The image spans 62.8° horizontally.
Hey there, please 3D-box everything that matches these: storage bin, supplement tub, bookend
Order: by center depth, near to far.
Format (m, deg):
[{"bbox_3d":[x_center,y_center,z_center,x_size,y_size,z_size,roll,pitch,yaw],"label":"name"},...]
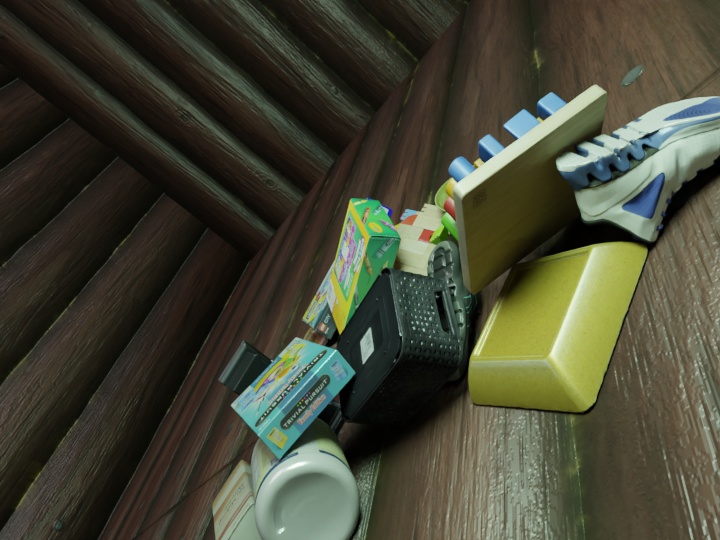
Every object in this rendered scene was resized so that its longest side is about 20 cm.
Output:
[{"bbox_3d":[0.044,0.111,0.810,0.202,0.091,0.139,121,150,-44],"label":"storage bin"},{"bbox_3d":[-0.085,0.298,0.849,0.147,0.144,0.200,-53,15,-1],"label":"supplement tub"},{"bbox_3d":[-0.146,0.226,1.085,0.094,0.198,0.198,-56,15,-16],"label":"bookend"}]

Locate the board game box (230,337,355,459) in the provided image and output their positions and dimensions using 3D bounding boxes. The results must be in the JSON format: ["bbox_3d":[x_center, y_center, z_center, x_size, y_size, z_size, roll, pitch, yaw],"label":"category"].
[{"bbox_3d":[-0.106,0.176,0.865,0.151,0.047,0.199,-46,15,-17],"label":"board game box"}]

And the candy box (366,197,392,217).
[{"bbox_3d":[-0.009,-0.039,1.389,0.172,0.075,0.201,-67,5,-35],"label":"candy box"}]

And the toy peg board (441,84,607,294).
[{"bbox_3d":[0.177,-0.109,0.709,0.197,0.201,0.098,-35,56,-8],"label":"toy peg board"}]

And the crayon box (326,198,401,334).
[{"bbox_3d":[0.000,0.000,0.990,0.120,0.056,0.205,-117,36,-52],"label":"crayon box"}]

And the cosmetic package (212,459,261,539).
[{"bbox_3d":[-0.192,0.422,1.014,0.105,0.087,0.199,-54,15,-10],"label":"cosmetic package"}]

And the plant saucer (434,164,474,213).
[{"bbox_3d":[0.216,-0.132,0.952,0.194,0.032,0.202,-21,25,10],"label":"plant saucer"}]

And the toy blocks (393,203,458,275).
[{"bbox_3d":[0.090,-0.038,1.006,0.133,0.101,0.203,15,62,35],"label":"toy blocks"}]

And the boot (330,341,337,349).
[{"bbox_3d":[-0.008,0.109,1.089,0.201,0.064,0.186,-50,-10,5],"label":"boot"}]

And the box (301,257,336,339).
[{"bbox_3d":[-0.042,0.030,1.183,0.204,0.037,0.136,-61,17,-5],"label":"box"}]

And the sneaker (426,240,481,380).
[{"bbox_3d":[0.141,0.057,0.834,0.075,0.078,0.207,-27,49,46],"label":"sneaker"}]

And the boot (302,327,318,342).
[{"bbox_3d":[-0.067,0.145,1.278,0.202,0.073,0.075,-52,25,0],"label":"boot"}]

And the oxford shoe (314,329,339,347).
[{"bbox_3d":[-0.045,0.111,1.215,0.202,0.071,0.070,-53,34,-15],"label":"oxford shoe"}]

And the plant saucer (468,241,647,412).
[{"bbox_3d":[0.206,0.054,0.674,0.204,0.048,0.199,-61,16,-21],"label":"plant saucer"}]

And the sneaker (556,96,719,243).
[{"bbox_3d":[0.313,-0.099,0.630,0.193,0.118,0.081,-20,23,7],"label":"sneaker"}]
